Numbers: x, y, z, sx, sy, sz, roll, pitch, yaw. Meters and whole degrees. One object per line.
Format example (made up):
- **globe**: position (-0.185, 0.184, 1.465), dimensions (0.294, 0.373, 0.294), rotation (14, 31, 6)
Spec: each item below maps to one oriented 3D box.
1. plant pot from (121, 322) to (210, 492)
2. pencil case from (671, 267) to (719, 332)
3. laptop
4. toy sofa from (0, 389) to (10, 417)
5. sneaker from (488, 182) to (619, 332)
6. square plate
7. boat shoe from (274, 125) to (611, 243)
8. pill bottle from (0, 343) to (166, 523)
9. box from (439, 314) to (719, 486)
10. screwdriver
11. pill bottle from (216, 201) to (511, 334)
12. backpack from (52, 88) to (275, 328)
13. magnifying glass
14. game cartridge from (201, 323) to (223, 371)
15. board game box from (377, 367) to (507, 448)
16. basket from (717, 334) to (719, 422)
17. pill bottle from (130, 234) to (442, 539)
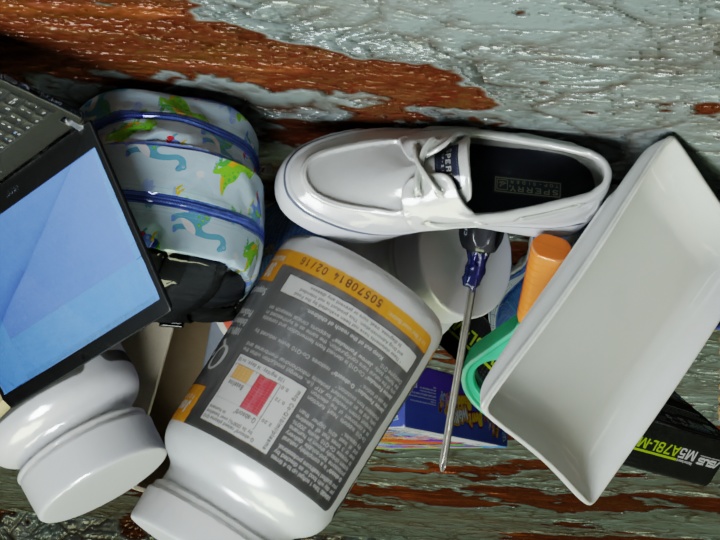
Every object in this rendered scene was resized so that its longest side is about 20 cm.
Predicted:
- **plant pot**: position (-0.172, 0.057, 1.871), dimensions (0.177, 0.200, 0.200), rotation (12, 172, 25)
- **pencil case**: position (0.196, 0.018, 1.761), dimensions (0.087, 0.078, 0.200), rotation (14, 166, -16)
- **laptop**: position (-0.231, -0.026, 1.460), dimensions (0.200, 0.103, 0.177), rotation (25, 143, -31)
- **toy sofa**: position (-0.273, -0.002, 1.612), dimensions (0.200, 0.083, 0.098), rotation (45, 172, 2)
- **sneaker**: position (0.131, 0.030, 1.675), dimensions (0.078, 0.089, 0.200), rotation (-1, 147, -8)
- **square plate**: position (0.158, 0.032, 1.582), dimensions (0.028, 0.198, 0.200), rotation (31, 174, 32)
- **boat shoe**: position (0.051, -0.058, 1.524), dimensions (0.199, 0.074, 0.065), rotation (-3, 164, -10)
- **pill bottle**: position (-0.218, 0.060, 1.710), dimensions (0.114, 0.200, 0.114), rotation (-29, 165, -8)
- **box**: position (0.151, 0.076, 1.891), dimensions (0.200, 0.048, 0.193), rotation (17, -163, -46)
- **screwdriver**: position (0.063, 0.026, 1.593), dimensions (0.029, 0.200, 0.028), rotation (17, -171, 26)
- **pill bottle**: position (0.000, 0.000, 1.684), dimensions (0.112, 0.113, 0.200), rotation (15, 164, -39)
- **backpack**: position (-0.127, -0.034, 1.560), dimensions (0.163, 0.154, 0.200), rotation (14, -176, -4)
- **magnifying glass**: position (0.108, 0.042, 1.616), dimensions (0.079, 0.022, 0.200), rotation (17, 145, 7)
- **game cartridge**: position (-0.054, 0.065, 1.876), dimensions (0.040, 0.134, 0.200), rotation (15, -176, 24)
- **board game box**: position (0.008, 0.097, 1.815), dimensions (0.134, 0.045, 0.200), rotation (-2, 172, 24)
- **basket**: position (0.304, 0.034, 1.648), dimensions (0.142, 0.149, 0.200), rotation (8, 169, 4)
- **pill bottle**: position (-0.046, 0.088, 1.541), dimensions (0.116, 0.200, 0.116), rotation (31, 168, 7)
